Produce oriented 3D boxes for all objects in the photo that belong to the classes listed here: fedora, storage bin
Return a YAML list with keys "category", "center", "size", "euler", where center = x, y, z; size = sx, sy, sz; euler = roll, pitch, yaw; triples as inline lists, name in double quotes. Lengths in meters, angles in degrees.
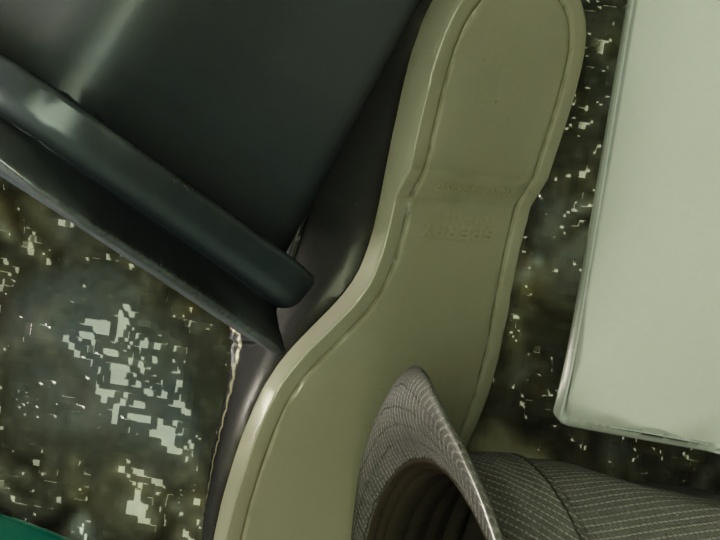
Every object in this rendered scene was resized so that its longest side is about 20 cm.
- category: "fedora"
  center: [0.062, 0.110, 0.767]
  size: [0.090, 0.200, 0.177]
  euler: [-11, 57, -15]
- category: "storage bin"
  center: [-0.065, -0.086, 0.770]
  size: [0.200, 0.145, 0.135]
  euler: [32, 87, 43]

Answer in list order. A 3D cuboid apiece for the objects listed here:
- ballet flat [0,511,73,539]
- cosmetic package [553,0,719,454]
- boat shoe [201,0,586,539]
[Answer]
- category: "ballet flat"
  center: [-0.143, 0.083, 0.847]
  size: [0.200, 0.072, 0.072]
  euler: [30, 97, 6]
- category: "cosmetic package"
  center: [0.120, -0.049, 0.790]
  size: [0.107, 0.090, 0.201]
  euler: [12, 97, 7]
- category: "boat shoe"
  center: [0.000, 0.000, 0.834]
  size: [0.063, 0.073, 0.200]
  euler: [34, 107, 49]
